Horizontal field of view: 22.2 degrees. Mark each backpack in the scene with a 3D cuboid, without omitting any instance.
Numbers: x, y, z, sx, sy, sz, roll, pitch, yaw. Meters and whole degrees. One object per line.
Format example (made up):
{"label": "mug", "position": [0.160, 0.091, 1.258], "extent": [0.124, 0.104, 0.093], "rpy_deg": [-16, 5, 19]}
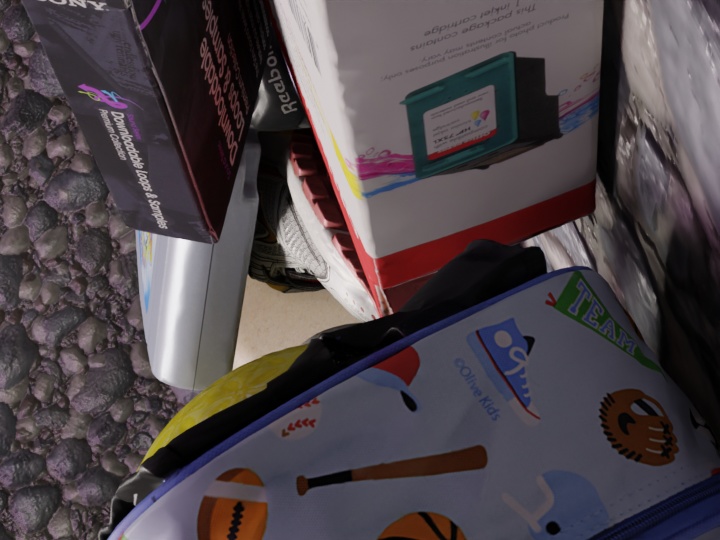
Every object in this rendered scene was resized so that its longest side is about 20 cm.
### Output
{"label": "backpack", "position": [0.015, 0.093, 0.458], "extent": [0.154, 0.199, 0.191], "rpy_deg": [47, 158, 25]}

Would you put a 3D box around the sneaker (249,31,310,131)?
{"label": "sneaker", "position": [-0.022, -0.094, 0.718], "extent": [0.200, 0.087, 0.076], "rpy_deg": [-129, 19, -81]}

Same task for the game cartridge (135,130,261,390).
{"label": "game cartridge", "position": [-0.076, -0.048, 0.808], "extent": [0.201, 0.040, 0.134], "rpy_deg": [-103, 17, -52]}

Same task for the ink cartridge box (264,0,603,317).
{"label": "ink cartridge box", "position": [0.010, -0.077, 0.463], "extent": [0.200, 0.067, 0.117], "rpy_deg": [77, 173, -66]}

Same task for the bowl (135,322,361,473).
{"label": "bowl", "position": [0.003, 0.088, 0.759], "extent": [0.201, 0.198, 0.108], "rpy_deg": [73, -163, -46]}

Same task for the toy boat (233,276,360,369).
{"label": "toy boat", "position": [0.000, 0.000, 0.897], "extent": [0.130, 0.130, 0.201], "rpy_deg": [30, -152, -43]}

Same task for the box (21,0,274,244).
{"label": "box", "position": [-0.045, -0.128, 0.536], "extent": [0.143, 0.036, 0.202], "rpy_deg": [78, -159, -64]}

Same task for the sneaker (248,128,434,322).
{"label": "sneaker", "position": [-0.007, -0.020, 0.756], "extent": [0.200, 0.077, 0.083], "rpy_deg": [-123, 41, -63]}
